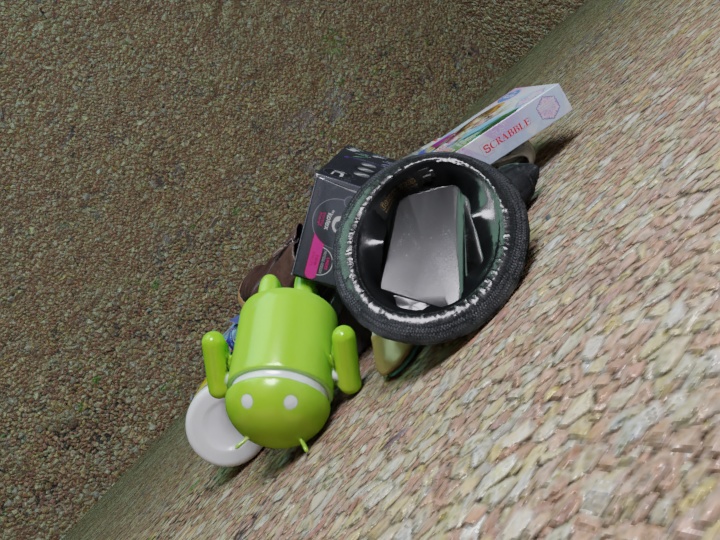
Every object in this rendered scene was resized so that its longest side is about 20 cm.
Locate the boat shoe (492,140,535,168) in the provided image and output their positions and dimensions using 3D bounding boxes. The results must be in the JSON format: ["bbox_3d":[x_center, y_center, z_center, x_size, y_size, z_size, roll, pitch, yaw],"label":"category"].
[{"bbox_3d":[0.154,-0.111,0.986,0.199,0.071,0.069,-39,10,23],"label":"boat shoe"}]

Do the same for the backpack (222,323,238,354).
[{"bbox_3d":[-0.154,0.123,1.238,0.200,0.135,0.183,-37,9,47],"label":"backpack"}]

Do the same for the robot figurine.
[{"bbox_3d":[-0.084,0.102,0.778,0.116,0.172,0.203,76,-165,-53],"label":"robot figurine"}]

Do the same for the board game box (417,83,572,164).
[{"bbox_3d":[0.165,-0.181,0.969,0.198,0.041,0.200,-33,13,4],"label":"board game box"}]

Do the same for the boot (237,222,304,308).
[{"bbox_3d":[-0.106,0.006,0.958,0.168,0.071,0.201,-59,20,25],"label":"boot"}]

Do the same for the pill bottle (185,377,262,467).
[{"bbox_3d":[-0.183,0.198,1.009,0.112,0.113,0.200,-45,6,-5],"label":"pill bottle"}]

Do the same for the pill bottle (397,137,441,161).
[{"bbox_3d":[0.082,-0.136,1.244,0.198,0.115,0.114,-29,5,-1],"label":"pill bottle"}]

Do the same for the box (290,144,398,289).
[{"bbox_3d":[-0.001,-0.065,0.850,0.200,0.104,0.124,-64,-9,-70],"label":"box"}]

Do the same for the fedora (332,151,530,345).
[{"bbox_3d":[0.069,-0.010,0.669,0.201,0.200,0.092,-46,-30,-13],"label":"fedora"}]

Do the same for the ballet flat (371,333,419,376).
[{"bbox_3d":[0.042,0.039,0.764,0.069,0.063,0.200,-42,7,30],"label":"ballet flat"}]

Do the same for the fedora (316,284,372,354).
[{"bbox_3d":[-0.035,0.067,0.952,0.177,0.090,0.201,-45,19,33],"label":"fedora"}]

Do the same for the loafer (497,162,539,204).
[{"bbox_3d":[0.143,-0.076,0.874,0.070,0.069,0.200,-38,6,-33],"label":"loafer"}]

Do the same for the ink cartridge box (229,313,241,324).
[{"bbox_3d":[-0.106,0.025,1.149,0.198,0.044,0.195,-30,15,-27],"label":"ink cartridge box"}]
